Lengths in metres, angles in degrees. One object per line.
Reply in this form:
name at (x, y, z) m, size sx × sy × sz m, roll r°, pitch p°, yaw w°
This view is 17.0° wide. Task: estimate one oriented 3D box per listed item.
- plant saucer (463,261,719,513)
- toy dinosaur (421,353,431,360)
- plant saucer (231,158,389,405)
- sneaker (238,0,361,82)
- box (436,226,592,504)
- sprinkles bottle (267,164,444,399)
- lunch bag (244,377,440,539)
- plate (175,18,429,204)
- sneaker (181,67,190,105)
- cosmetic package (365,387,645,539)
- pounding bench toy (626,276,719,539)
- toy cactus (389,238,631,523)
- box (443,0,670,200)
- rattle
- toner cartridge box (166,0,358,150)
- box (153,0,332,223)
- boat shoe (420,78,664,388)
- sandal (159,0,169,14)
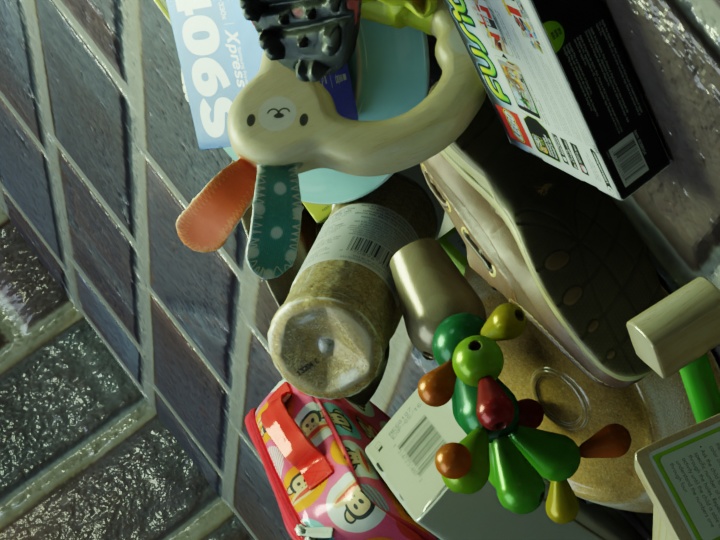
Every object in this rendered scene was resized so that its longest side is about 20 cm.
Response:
plant saucer at (0.125, 0.066, 1.393) m, size 0.200 × 0.035 × 0.201 m, roll 31°, pitch 141°, yaw 29°
toy dinosaur at (0.056, 0.020, 1.654) m, size 0.106 × 0.060 × 0.200 m, roll 31°, pitch 167°, yaw 30°
plant saucer at (-0.029, -0.002, 1.695) m, size 0.200 × 0.032 × 0.200 m, roll 59°, pitch -168°, yaw -21°
sneaker at (-0.025, -0.199, 1.206) m, size 0.071 × 0.098 × 0.201 m, roll -4°, pitch 104°, yaw 29°
box at (0.115, 0.062, 1.541) m, size 0.122 × 0.048 × 0.200 m, roll 45°, pitch 163°, yaw 36°
sprinkles bottle at (0.000, 0.000, 1.417) m, size 0.068 × 0.068 × 0.200 m, roll 58°, pitch -156°, yaw -16°
lunch bag at (-0.002, 0.150, 1.651) m, size 0.176 × 0.082 × 0.200 m, roll 40°, pitch -169°, yaw -29°
plate at (-0.044, -0.133, 1.410) m, size 0.200 × 0.026 × 0.201 m, roll 17°, pitch 117°, yaw 38°
sneaker at (-0.064, -0.194, 1.476) m, size 0.111 × 0.077 × 0.201 m, roll -3°, pitch 97°, yaw 33°
cosmetic package at (0.107, 0.164, 1.595) m, size 0.200 × 0.073 × 0.104 m, roll 36°, pitch -172°, yaw -32°
pounding bench toy at (0.200, 0.118, 1.191) m, size 0.156 × 0.124 × 0.200 m, roll 79°, pitch 166°, yaw -62°
toy cactus at (0.068, 0.053, 1.323) m, size 0.165 × 0.102 × 0.200 m, roll 65°, pitch -171°, yaw 24°
box at (0.077, -0.136, 1.192) m, size 0.110 × 0.035 × 0.200 m, roll 35°, pitch 157°, yaw 56°
rattle at (-0.020, -0.102, 1.253) m, size 0.130 × 0.200 × 0.143 m, roll 52°, pitch 167°, yaw 9°
toner cartridge box at (-0.068, -0.172, 1.369) m, size 0.095 × 0.043 × 0.201 m, roll -4°, pitch 102°, yaw 41°
box at (-0.065, -0.126, 1.645) m, size 0.200 × 0.050 × 0.075 m, roll 53°, pitch -173°, yaw 1°
boat shoe at (0.097, -0.016, 1.318) m, size 0.200 × 0.072 × 0.068 m, roll 56°, pitch 149°, yaw 19°
sandal at (-0.063, -0.163, 1.570) m, size 0.201 × 0.080 × 0.057 m, roll 50°, pitch 139°, yaw 10°
